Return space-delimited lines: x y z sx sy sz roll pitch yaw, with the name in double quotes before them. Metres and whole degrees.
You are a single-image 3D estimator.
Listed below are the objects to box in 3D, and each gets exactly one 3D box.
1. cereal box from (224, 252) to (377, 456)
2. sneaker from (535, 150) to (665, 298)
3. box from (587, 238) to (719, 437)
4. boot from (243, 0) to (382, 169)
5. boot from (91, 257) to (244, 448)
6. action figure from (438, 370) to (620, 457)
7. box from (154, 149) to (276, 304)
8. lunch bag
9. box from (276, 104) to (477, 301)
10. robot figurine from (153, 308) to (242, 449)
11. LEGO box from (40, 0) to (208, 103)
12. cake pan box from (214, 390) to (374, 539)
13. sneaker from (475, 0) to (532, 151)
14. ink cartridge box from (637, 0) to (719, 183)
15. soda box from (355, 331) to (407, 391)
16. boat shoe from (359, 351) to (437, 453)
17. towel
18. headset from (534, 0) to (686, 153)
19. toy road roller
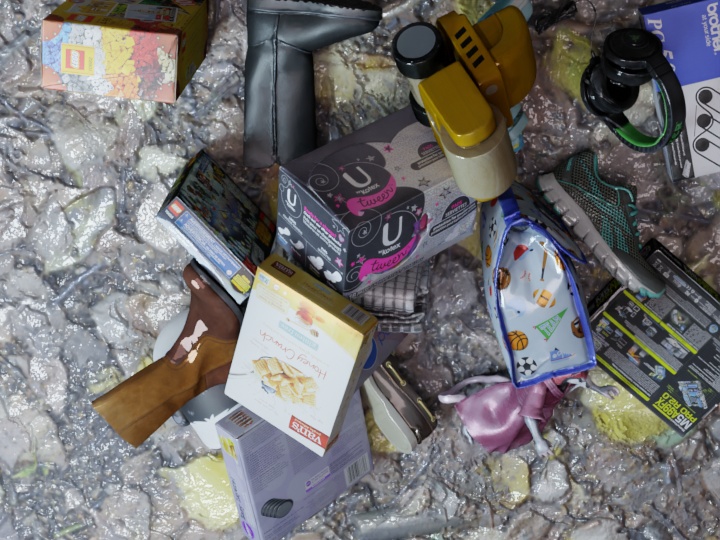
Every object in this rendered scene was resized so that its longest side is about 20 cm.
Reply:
"cereal box" -0.069 0.097 1.607 0.143 0.040 0.202 31 131 15
"sneaker" 0.298 -0.058 1.694 0.091 0.078 0.200 -42 86 6
"box" 0.377 0.084 1.774 0.199 0.044 0.161 38 110 -10
"boot" -0.059 -0.214 1.680 0.162 0.066 0.203 7 109 11
"boot" -0.223 0.095 1.653 0.199 0.069 0.189 -33 145 -7
"action figure" 0.214 0.144 1.764 0.149 0.133 0.200 50 137 10
"box" -0.163 -0.055 1.679 0.040 0.200 0.137 -40 104 15
"lunch bag" 0.201 0.004 1.689 0.122 0.170 0.202 -17 109 4
"box" 0.022 -0.077 1.605 0.199 0.132 0.116 -28 143 -29
"robot figurine" -0.172 0.138 1.799 0.150 0.125 0.201 -36 106 -11
"LEGO box" -0.257 -0.257 1.609 0.146 0.200 0.078 7 113 1
"cake pan box" -0.073 0.216 1.782 0.199 0.052 0.186 -33 132 -28
"sneaker" 0.162 -0.214 1.659 0.130 0.080 0.200 36 119 -7
"ink cartridge box" 0.382 -0.210 1.659 0.093 0.044 0.203 -12 109 7
"soda box" -0.005 0.081 1.719 0.069 0.200 0.064 -10 114 41
"boat shoe" 0.023 0.131 1.812 0.059 0.072 0.201 -36 93 -25
"towel" 0.000 0.000 1.687 0.163 0.201 0.087 4 124 3
"headset" 0.280 -0.219 1.625 0.093 0.124 0.201 -26 74 -25
"toy road roller" 0.132 -0.190 1.532 0.145 0.201 0.123 -27 147 0
